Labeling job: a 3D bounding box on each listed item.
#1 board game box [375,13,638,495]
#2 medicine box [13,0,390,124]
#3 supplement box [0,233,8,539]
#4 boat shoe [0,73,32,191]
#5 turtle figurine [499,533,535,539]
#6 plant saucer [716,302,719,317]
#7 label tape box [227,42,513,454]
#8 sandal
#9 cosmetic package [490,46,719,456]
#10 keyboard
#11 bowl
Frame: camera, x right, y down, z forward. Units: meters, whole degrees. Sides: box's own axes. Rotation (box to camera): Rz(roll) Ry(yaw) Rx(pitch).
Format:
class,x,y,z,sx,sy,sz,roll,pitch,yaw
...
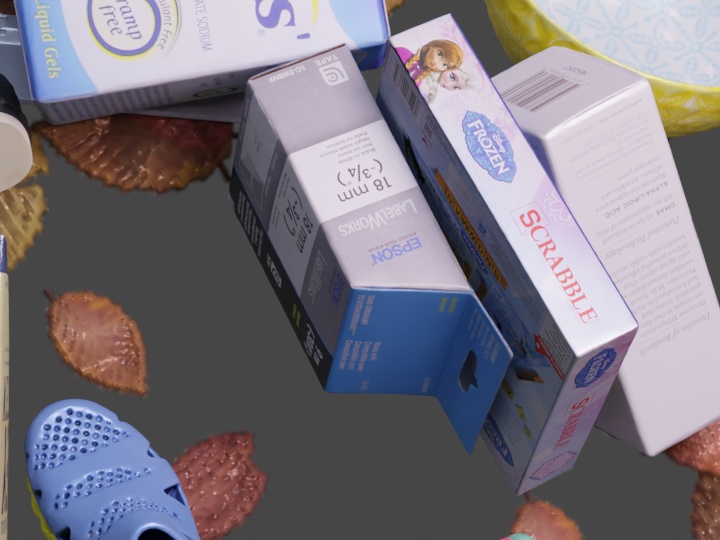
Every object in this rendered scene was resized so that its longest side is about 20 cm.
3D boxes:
class,x,y,z,sx,sy,sz,roll,pitch,yaw
board game box,0.067,-0.004,1.526,0.041,0.200,0.200,-24,71,-16
medicine box,-0.096,-0.191,1.587,0.199,0.103,0.183,-10,87,-2
supplement box,-0.278,0.081,1.443,0.199,0.134,0.200,1,88,-6
boat shoe,-0.285,-0.063,1.587,0.201,0.074,0.063,-13,42,-6
turtle figurine,0.048,0.203,1.488,0.150,0.101,0.200,33,71,8
plant saucer,0.261,-0.038,1.567,0.032,0.200,0.200,38,66,4
label tape box,0.000,0.000,1.546,0.063,0.144,0.200,-21,69,-16
sandal,-0.111,0.147,1.497,0.079,0.087,0.200,-30,70,-17
cosmetic package,0.131,-0.011,1.533,0.074,0.102,0.200,-29,115,-16
keyboard,-0.130,-0.117,1.661,0.199,0.011,0.056,5,70,-5
bowl,0.152,-0.140,1.640,0.200,0.108,0.200,12,46,-12
